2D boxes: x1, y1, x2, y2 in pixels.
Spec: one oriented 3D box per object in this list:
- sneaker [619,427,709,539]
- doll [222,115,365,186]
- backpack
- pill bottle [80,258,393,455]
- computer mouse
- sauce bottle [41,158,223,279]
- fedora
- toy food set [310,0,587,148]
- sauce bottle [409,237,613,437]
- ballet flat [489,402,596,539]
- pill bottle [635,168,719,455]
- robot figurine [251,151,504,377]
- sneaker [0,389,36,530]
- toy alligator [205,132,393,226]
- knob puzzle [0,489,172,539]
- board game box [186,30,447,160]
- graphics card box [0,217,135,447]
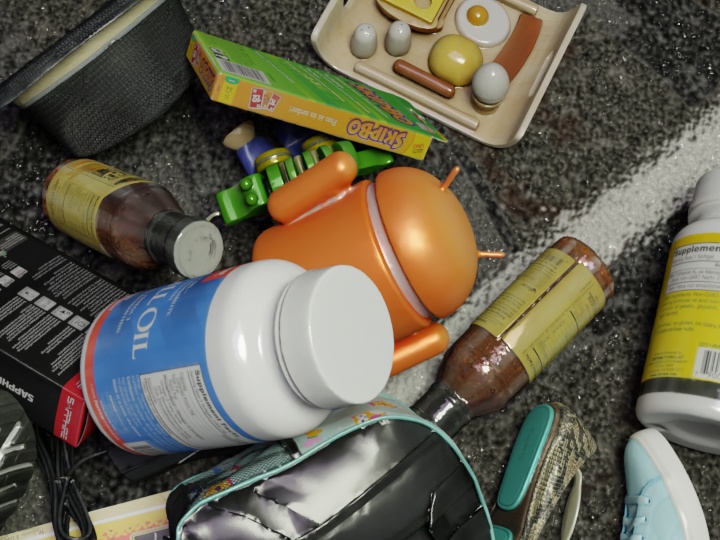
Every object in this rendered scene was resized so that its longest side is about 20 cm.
[{"bbox_3d":[0.209,0.219,0.792,0.080,0.074,0.204,-6,72,-8],"label":"sneaker"},{"bbox_3d":[-0.026,-0.044,0.873,0.136,0.049,0.201,-40,82,-9],"label":"doll"},{"bbox_3d":[-0.015,0.181,0.738,0.198,0.153,0.178,-27,98,-5],"label":"backpack"},{"bbox_3d":[-0.079,0.055,0.694,0.198,0.112,0.114,-14,68,36],"label":"pill bottle"},{"bbox_3d":[-0.144,0.137,0.797,0.197,0.046,0.142,-13,60,-6],"label":"computer mouse"},{"bbox_3d":[-0.168,-0.037,0.798,0.199,0.066,0.066,21,68,46],"label":"sauce bottle"},{"bbox_3d":[-0.195,-0.158,0.861,0.200,0.200,0.092,-42,109,-14],"label":"fedora"},{"bbox_3d":[0.076,-0.209,0.922,0.198,0.061,0.145,27,74,5],"label":"toy food set"},{"bbox_3d":[0.109,0.060,0.832,0.199,0.066,0.066,-41,79,-12],"label":"sauce bottle"},{"bbox_3d":[0.120,0.196,0.804,0.075,0.068,0.201,39,72,-14],"label":"ballet flat"},{"bbox_3d":[0.287,0.031,0.832,0.112,0.114,0.203,17,73,2],"label":"pill bottle"},{"bbox_3d":[0.001,0.001,0.784,0.198,0.116,0.146,-25,73,15],"label":"robot figurine"},{"bbox_3d":[-0.295,0.163,0.750,0.090,0.078,0.202,31,106,21],"label":"sneaker"},{"bbox_3d":[-0.067,-0.062,0.822,0.197,0.054,0.060,-19,79,-6],"label":"toy alligator"},{"bbox_3d":[-0.167,0.271,0.778,0.215,0.031,0.224,1,73,-3],"label":"knob puzzle"},{"bbox_3d":[-0.032,-0.133,0.839,0.197,0.096,0.030,10,115,-27],"label":"board game box"},{"bbox_3d":[-0.249,0.035,0.796,0.198,0.051,0.126,28,34,9],"label":"graphics card box"}]
